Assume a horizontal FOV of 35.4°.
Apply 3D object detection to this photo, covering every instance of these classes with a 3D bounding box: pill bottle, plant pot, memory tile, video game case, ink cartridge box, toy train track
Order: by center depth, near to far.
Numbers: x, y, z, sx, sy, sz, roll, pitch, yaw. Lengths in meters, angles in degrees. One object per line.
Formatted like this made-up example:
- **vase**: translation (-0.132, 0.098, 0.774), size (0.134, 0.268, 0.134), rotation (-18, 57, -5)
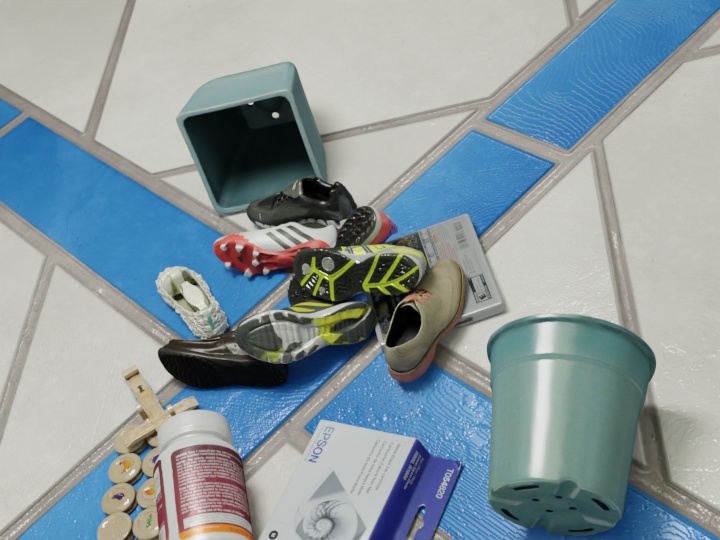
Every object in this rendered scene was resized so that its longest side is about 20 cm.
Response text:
- **plant pot**: translation (0.230, 0.183, 1.292), size (0.200, 0.200, 0.196), rotation (-1, 54, 22)
- **ink cartridge box**: translation (-0.001, 0.286, 1.386), size (0.200, 0.041, 0.200), rotation (7, 50, 28)
- **pill bottle**: translation (-0.198, 0.282, 1.410), size (0.114, 0.114, 0.200), rotation (-19, 48, 4)
- **memory tile**: translation (-0.276, 0.279, 1.528), size (0.153, 0.017, 0.200), rotation (-13, 44, 11)
- **toy train track**: translation (-0.303, 0.184, 1.606), size (0.115, 0.033, 0.200), rotation (-31, 36, -13)
- **video game case**: translation (0.096, 0.015, 1.630), size (0.181, 0.023, 0.200), rotation (-19, 44, 4)
- **plant pot**: translation (-0.167, -0.245, 1.886), size (0.196, 0.196, 0.200), rotation (-11, 36, 13)

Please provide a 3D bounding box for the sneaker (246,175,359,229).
- **sneaker**: translation (-0.097, -0.113, 1.790), size (0.200, 0.091, 0.067), rotation (2, 47, 25)

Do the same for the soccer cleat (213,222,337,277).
- **soccer cleat**: translation (-0.129, -0.039, 1.754), size (0.200, 0.069, 0.085), rotation (-1, 38, 18)

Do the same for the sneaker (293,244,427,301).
- **sneaker**: translation (0.000, 0.000, 1.577), size (0.200, 0.076, 0.076), rotation (5, 16, 25)

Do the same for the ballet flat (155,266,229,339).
- **ballet flat**: translation (-0.263, 0.033, 1.734), size (0.072, 0.072, 0.200), rotation (-36, 43, -14)

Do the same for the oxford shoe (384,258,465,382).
- **oxford shoe**: translation (0.089, 0.052, 1.525), size (0.070, 0.075, 0.200), rotation (7, 53, 26)

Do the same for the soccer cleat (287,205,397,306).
- **soccer cleat**: translation (-0.027, -0.010, 1.660), size (0.200, 0.073, 0.068), rotation (-47, 53, 20)

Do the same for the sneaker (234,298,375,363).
- **sneaker**: translation (-0.081, 0.081, 1.581), size (0.200, 0.075, 0.085), rotation (-6, 10, -18)

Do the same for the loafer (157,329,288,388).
- **loafer**: translation (-0.191, 0.124, 1.616), size (0.200, 0.073, 0.071), rotation (4, 45, 14)
